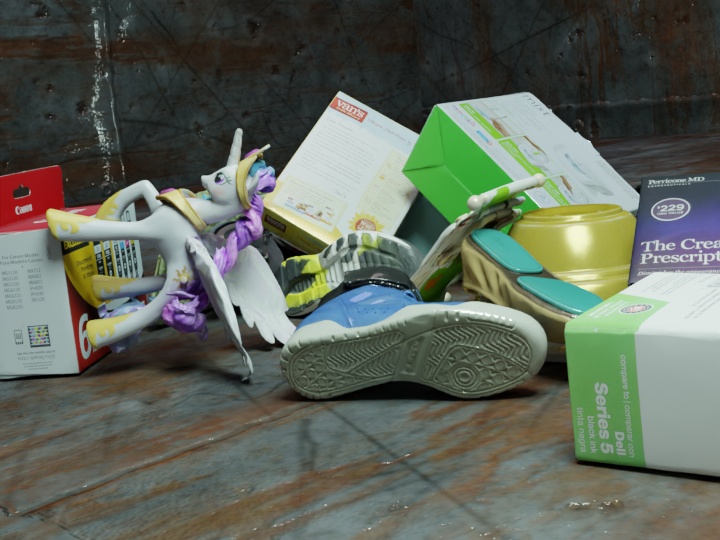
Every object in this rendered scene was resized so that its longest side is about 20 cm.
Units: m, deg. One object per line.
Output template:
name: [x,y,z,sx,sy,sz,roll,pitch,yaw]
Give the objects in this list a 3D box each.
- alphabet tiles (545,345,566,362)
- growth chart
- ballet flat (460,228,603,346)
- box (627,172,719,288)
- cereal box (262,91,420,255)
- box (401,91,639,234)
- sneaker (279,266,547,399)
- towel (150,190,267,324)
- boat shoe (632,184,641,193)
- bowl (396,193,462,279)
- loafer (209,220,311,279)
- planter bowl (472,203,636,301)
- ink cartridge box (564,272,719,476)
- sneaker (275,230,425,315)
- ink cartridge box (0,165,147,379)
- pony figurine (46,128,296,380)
alphabet tiles: [0.120,0.052,0.920,0.193,0.015,0.199,0,11,33]
growth chart: [0.092,-0.016,0.988,0.144,0.018,0.201,-24,-23,-46]
ballet flat: [0.132,0.026,0.845,0.067,0.064,0.200,5,18,-18]
box: [0.307,-0.008,0.812,0.197,0.080,0.142,-2,35,21]
cereal box: [-0.009,-0.096,1.215,0.142,0.040,0.201,29,54,4]
box: [0.178,-0.091,1.166,0.175,0.097,0.200,-16,55,-46]
sneaker: [0.046,0.039,0.810,0.197,0.078,0.112,-9,25,22]
towel: [-0.155,-0.023,1.177,0.036,0.151,0.199,25,22,21]
boat shoe: [0.373,-0.083,1.426,0.072,0.064,0.201,-11,9,-13]
bowl: [0.123,-0.058,1.301,0.197,0.107,0.201,-5,10,1]
loafer: [-0.097,-0.013,1.163,0.062,0.073,0.200,-1,-8,20]
planter bowl: [0.190,-0.013,0.969,0.197,0.085,0.200,-6,9,1]
ink cartridge box: [0.236,0.056,0.610,0.198,0.086,0.145,1,12,37]
sneaker: [0.000,0.000,1.087,0.084,0.076,0.198,-7,0,-44]
ink cartridge box: [-0.282,-0.009,1.044,0.082,0.179,0.200,-5,10,8]
pony figurine: [-0.145,-0.002,0.933,0.197,0.196,0.167,-17,6,9]
